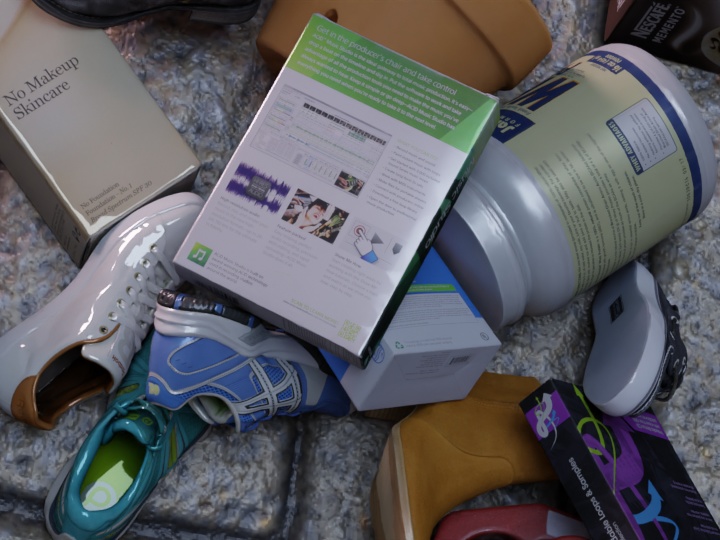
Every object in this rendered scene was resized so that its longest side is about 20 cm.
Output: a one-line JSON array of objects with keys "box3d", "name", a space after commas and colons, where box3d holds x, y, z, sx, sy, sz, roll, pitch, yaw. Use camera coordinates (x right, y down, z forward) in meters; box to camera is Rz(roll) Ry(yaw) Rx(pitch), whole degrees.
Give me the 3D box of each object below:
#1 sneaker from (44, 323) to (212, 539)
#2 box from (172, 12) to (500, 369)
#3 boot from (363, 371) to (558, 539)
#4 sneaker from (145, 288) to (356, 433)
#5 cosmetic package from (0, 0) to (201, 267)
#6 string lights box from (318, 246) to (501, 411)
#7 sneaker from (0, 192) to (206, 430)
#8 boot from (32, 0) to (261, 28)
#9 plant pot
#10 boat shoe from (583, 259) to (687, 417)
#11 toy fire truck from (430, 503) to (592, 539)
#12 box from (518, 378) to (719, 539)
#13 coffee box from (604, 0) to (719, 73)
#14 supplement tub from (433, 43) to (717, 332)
[{"box3d": [-0.144, 0.105, 1.553, 0.077, 0.080, 0.201, 29, 67, -2], "name": "sneaker"}, {"box3d": [-0.014, -0.054, 1.507, 0.143, 0.036, 0.201, 26, 77, 12], "name": "box"}, {"box3d": [0.080, 0.135, 1.568, 0.143, 0.071, 0.202, 8, 41, -13], "name": "boot"}, {"box3d": [-0.076, 0.073, 1.553, 0.199, 0.075, 0.078, 23, 83, -45], "name": "sneaker"}, {"box3d": [-0.213, -0.116, 1.616, 0.103, 0.073, 0.201, -35, 83, -21], "name": "cosmetic package"}, {"box3d": [0.000, 0.000, 1.579, 0.102, 0.059, 0.201, -2, 47, -41], "name": "string lights box"}, {"box3d": [-0.162, 0.035, 1.558, 0.200, 0.073, 0.085, -45, 45, -9], "name": "sneaker"}, {"box3d": [-0.123, -0.238, 1.559, 0.198, 0.174, 0.070, -2, 66, -23], "name": "boot"}, {"box3d": [0.019, -0.171, 1.636, 0.200, 0.200, 0.140, 40, 85, 2], "name": "plant pot"}, {"box3d": [0.201, 0.059, 1.611, 0.066, 0.200, 0.070, 40, 107, -11], "name": "boat shoe"}, {"box3d": [0.082, 0.246, 1.552, 0.167, 0.112, 0.201, 19, 66, 14], "name": "toy fire truck"}, {"box3d": [0.199, 0.171, 1.555, 0.143, 0.036, 0.201, 17, 40, -53], "name": "box"}, {"box3d": [0.300, -0.205, 1.743, 0.198, 0.113, 0.080, 15, 69, -7], "name": "coffee box"}, {"box3d": [0.141, -0.058, 1.638, 0.199, 0.145, 0.146, -32, 81, -21], "name": "supplement tub"}]
